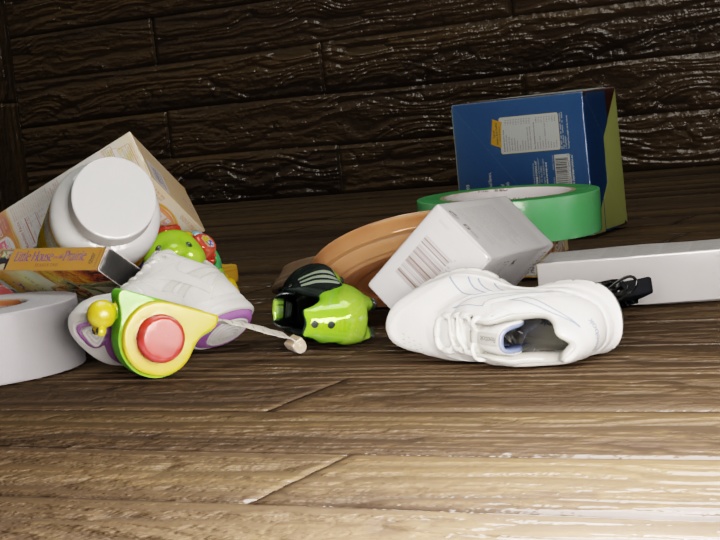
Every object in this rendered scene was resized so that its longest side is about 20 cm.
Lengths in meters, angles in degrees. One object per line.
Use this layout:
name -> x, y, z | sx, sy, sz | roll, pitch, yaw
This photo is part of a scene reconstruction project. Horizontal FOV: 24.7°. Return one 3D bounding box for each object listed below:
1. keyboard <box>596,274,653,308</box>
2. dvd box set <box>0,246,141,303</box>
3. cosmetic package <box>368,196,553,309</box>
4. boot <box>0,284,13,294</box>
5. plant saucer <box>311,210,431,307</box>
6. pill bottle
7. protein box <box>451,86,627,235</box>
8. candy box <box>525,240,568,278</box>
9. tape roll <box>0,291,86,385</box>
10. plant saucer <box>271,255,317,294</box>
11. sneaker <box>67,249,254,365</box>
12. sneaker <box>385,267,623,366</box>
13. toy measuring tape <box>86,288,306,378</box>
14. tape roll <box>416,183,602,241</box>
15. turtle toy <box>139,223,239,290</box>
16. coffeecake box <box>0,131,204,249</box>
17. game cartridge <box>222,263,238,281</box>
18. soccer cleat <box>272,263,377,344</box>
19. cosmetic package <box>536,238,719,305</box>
keyboard -> 0.165, 0.045, 1.426 | 0.199, 0.040, 0.104 | -11, -16, -26
dvd box set -> -0.266, 0.024, 1.643 | 0.200, 0.029, 0.146 | 0, -30, 44
cosmetic package -> 0.095, -0.006, 1.485 | 0.102, 0.074, 0.200 | -49, -15, 20
boot -> -0.392, 0.045, 1.784 | 0.199, 0.073, 0.144 | -5, 6, -24
plant saucer -> 0.050, -0.006, 1.654 | 0.199, 0.032, 0.200 | -10, -21, -4
pill bottle -> -0.266, -0.046, 1.676 | 0.112, 0.113, 0.200 | -8, -12, -18
protein box -> 0.252, -0.149, 2.318 | 0.199, 0.199, 0.135 | -3, 7, 30
candy box -> 0.130, -0.020, 1.912 | 0.199, 0.056, 0.115 | -4, 7, 25
tape roll -> -0.363, 0.066, 1.553 | 0.199, 0.066, 0.200 | -6, 7, 1
plant saucer -> 0.000, 0.000, 1.795 | 0.199, 0.030, 0.200 | -8, -6, -1
sneaker -> -0.196, 0.031, 1.524 | 0.200, 0.100, 0.075 | -4, -39, -48
sneaker -> 0.103, 0.041, 1.297 | 0.199, 0.075, 0.087 | -3, 11, 32
toy measuring tape -> -0.147, 0.068, 1.436 | 0.199, 0.074, 0.074 | 16, -4, -24
tape roll -> 0.162, -0.061, 1.789 | 0.200, 0.048, 0.200 | -5, 7, 1
turtle toy -> -0.212, 0.001, 1.843 | 0.145, 0.102, 0.200 | -7, 6, -12
coffeecake box -> -0.306, -0.051, 1.909 | 0.200, 0.073, 0.154 | -31, -29, 5
game cartridge -> -0.287, 0.013, 2.152 | 0.176, 0.033, 0.200 | -11, 7, -41
soccer cleat -> -0.051, 0.031, 1.547 | 0.081, 0.068, 0.200 | 1, 6, -20
cosmetic package -> 0.273, 0.004, 1.552 | 0.199, 0.051, 0.083 | -5, 9, 17
